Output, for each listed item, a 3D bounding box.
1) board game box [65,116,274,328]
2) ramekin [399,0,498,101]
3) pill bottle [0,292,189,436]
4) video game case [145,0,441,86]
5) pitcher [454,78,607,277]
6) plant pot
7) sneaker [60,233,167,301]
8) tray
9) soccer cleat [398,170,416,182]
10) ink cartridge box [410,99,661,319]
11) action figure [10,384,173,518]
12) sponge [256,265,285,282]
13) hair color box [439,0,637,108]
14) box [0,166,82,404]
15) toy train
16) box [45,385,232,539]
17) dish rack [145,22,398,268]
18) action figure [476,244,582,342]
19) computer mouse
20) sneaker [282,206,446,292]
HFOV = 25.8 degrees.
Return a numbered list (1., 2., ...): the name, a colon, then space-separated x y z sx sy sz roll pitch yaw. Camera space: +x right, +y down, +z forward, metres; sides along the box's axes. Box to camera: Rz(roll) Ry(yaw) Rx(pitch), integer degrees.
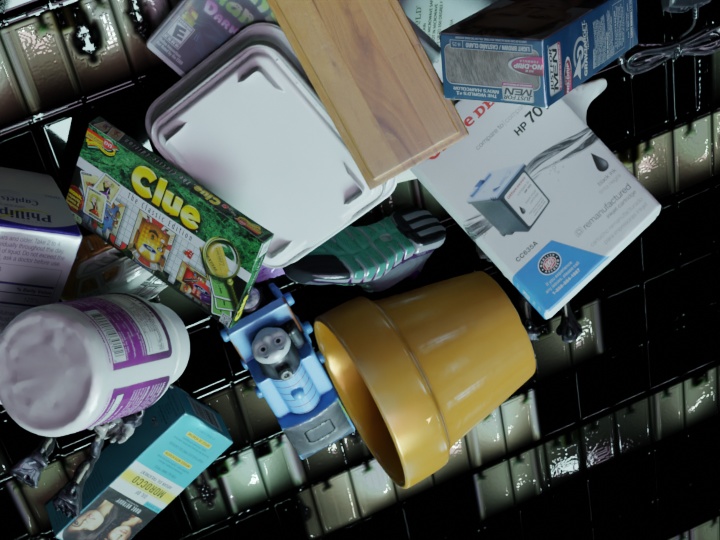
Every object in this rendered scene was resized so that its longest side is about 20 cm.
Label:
1. board game box: -0.177 -0.043 1.422 0.023 0.199 0.105 -37 157 -55
2. ramekin: 0.054 -0.240 1.443 0.200 0.094 0.204 -14 131 -17
3. pill bottle: -0.233 0.079 1.415 0.113 0.112 0.200 -50 167 16
4. video game case: -0.060 -0.196 1.381 0.200 0.023 0.182 41 117 -12
5. pitcher: 0.163 -0.094 1.556 0.170 0.121 0.203 5 83 -20
6. plant pot: 0.076 0.096 1.654 0.182 0.200 0.201 -28 134 -11
7. sneaker: -0.195 -0.016 1.506 0.198 0.076 0.088 -17 161 0
8. tray: 0.003 -0.180 1.334 0.098 0.037 0.201 -28 107 6
9. soccer cleat: 0.041 -0.118 1.559 0.199 0.077 0.070 -21 105 -36
10. ink cartridge box: 0.158 -0.078 1.462 0.146 0.200 0.086 -43 172 2
11. action figure: -0.268 0.134 1.558 0.118 0.102 0.201 36 64 -15
12. sponge: -0.105 -0.074 1.536 0.110 0.030 0.201 -18 131 -13
13. hair color box: 0.159 -0.202 1.365 0.200 0.099 0.061 -37 128 -50
14. box: -0.374 0.009 1.410 0.182 0.105 0.201 7 122 -33
15. toy train: -0.076 0.101 1.624 0.086 0.115 0.201 -29 139 -4
16. box: -0.237 0.219 1.684 0.200 0.049 0.082 -44 132 10
17. dish rack: -0.082 -0.101 1.402 0.171 0.044 0.200 -34 110 23
18. action figure: 0.184 -0.025 1.681 0.117 0.102 0.202 -9 103 -10
19. computer mouse: 0.305 -0.290 1.573 0.139 0.046 0.201 -19 137 -7
20. sneaker: 0.000 0.000 1.603 0.198 0.075 0.088 -13 141 -36
